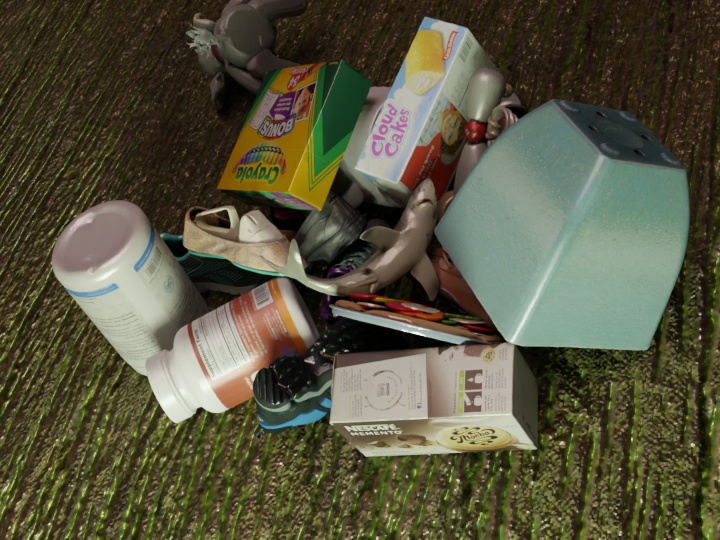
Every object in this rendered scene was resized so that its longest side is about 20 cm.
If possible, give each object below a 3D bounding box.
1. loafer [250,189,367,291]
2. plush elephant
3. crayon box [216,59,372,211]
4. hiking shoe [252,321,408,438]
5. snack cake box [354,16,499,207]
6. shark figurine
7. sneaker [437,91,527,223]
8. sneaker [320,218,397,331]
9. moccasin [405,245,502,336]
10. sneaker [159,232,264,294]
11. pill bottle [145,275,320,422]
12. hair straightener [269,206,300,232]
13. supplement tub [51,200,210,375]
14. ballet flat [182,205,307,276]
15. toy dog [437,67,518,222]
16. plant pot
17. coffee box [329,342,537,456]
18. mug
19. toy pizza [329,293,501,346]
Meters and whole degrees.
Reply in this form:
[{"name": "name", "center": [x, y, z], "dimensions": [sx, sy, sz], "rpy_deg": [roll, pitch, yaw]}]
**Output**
[{"name": "loafer", "center": [-0.083, -0.023, 1.383], "dimensions": [0.199, 0.072, 0.073], "rpy_deg": [-41, 8, 17]}, {"name": "plush elephant", "center": [-0.187, -0.341, 1.710], "dimensions": [0.196, 0.168, 0.154], "rpy_deg": [-6, -1, -22]}, {"name": "crayon box", "center": [-0.087, -0.168, 1.389], "dimensions": [0.199, 0.058, 0.175], "rpy_deg": [8, 73, 58]}, {"name": "hiking shoe", "center": [-0.037, 0.122, 1.267], "dimensions": [0.197, 0.087, 0.075], "rpy_deg": [-18, 55, -23]}, {"name": "snack cake box", "center": [0.083, -0.182, 1.323], "dimensions": [0.066, 0.115, 0.203], "rpy_deg": [22, 84, 31]}, {"name": "shark figurine", "center": [0.003, -0.007, 1.272], "dimensions": [0.211, 0.130, 0.089], "rpy_deg": [-23, 11, -14]}, {"name": "sneaker", "center": [0.135, -0.145, 1.384], "dimensions": [0.079, 0.074, 0.202], "rpy_deg": [36, 95, 46]}, {"name": "sneaker", "center": [0.000, 0.000, 1.345], "dimensions": [0.073, 0.088, 0.203], "rpy_deg": [-4, 50, 22]}, {"name": "moccasin", "center": [0.110, -0.001, 1.292], "dimensions": [0.200, 0.073, 0.079], "rpy_deg": [33, 95, 42]}, {"name": "sneaker", "center": [-0.188, -0.019, 1.451], "dimensions": [0.196, 0.092, 0.079], "rpy_deg": [-8, 48, 19]}, {"name": "pill bottle", "center": [-0.150, 0.098, 1.316], "dimensions": [0.198, 0.113, 0.113], "rpy_deg": [-27, 44, 2]}, {"name": "hair straightener", "center": [-0.115, -0.096, 1.493], "dimensions": [0.040, 0.078, 0.201], "rpy_deg": [-7, 37, -14]}, {"name": "supplement tub", "center": [-0.283, 0.024, 1.382], "dimensions": [0.130, 0.201, 0.134], "rpy_deg": [-13, 46, 14]}, {"name": "ballet flat", "center": [-0.147, -0.042, 1.343], "dimensions": [0.197, 0.069, 0.068], "rpy_deg": [12, 21, 35]}, {"name": "toy dog", "center": [0.160, -0.125, 1.296], "dimensions": [0.095, 0.203, 0.133], "rpy_deg": [0, 37, -26]}, {"name": "plant pot", "center": [0.227, -0.059, 1.152], "dimensions": [0.193, 0.202, 0.197], "rpy_deg": [4, 36, -29]}, {"name": "coffee box", "center": [0.078, 0.137, 1.160], "dimensions": [0.196, 0.113, 0.081], "rpy_deg": [-6, 62, 21]}, {"name": "mug", "center": [-0.008, -0.145, 1.439], "dimensions": [0.174, 0.148, 0.201], "rpy_deg": [13, 62, 48]}, {"name": "toy pizza", "center": [0.063, 0.052, 1.204], "dimensions": [0.197, 0.199, 0.032], "rpy_deg": [12, 88, 33]}]
